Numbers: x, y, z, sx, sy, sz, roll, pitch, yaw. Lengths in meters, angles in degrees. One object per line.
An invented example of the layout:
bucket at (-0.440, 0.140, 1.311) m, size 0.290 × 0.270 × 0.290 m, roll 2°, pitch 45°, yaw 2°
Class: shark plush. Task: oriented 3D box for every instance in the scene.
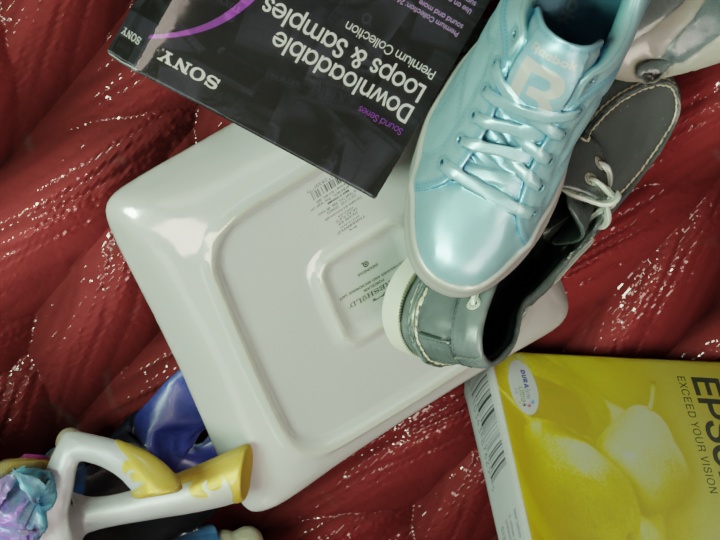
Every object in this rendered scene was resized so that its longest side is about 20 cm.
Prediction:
shark plush at (0.133, -0.135, 1.276) m, size 0.200 × 0.091 × 0.083 m, roll -13°, pitch 104°, yaw 4°

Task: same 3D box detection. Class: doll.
doll at (-0.096, 0.105, 1.360) m, size 0.200 × 0.048 × 0.136 m, roll -42°, pitch 126°, yaw 13°

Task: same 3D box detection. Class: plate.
plate at (0.000, 0.000, 1.292) m, size 0.199 × 0.032 × 0.200 m, roll -31°, pitch 123°, yaw -13°

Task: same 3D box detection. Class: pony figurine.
pony figurine at (-0.163, 0.157, 1.289) m, size 0.200 × 0.167 × 0.193 m, roll 6°, pitch 89°, yaw 12°

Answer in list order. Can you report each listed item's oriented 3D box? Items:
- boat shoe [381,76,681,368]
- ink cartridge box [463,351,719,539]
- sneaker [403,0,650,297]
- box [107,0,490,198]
boat shoe at (0.097, -0.025, 1.282) m, size 0.200 × 0.062 × 0.073 m, roll -44°, pitch 129°, yaw -22°
ink cartridge box at (0.167, 0.134, 1.375) m, size 0.200 × 0.198 × 0.047 m, roll 1°, pitch 142°, yaw -18°
sneaker at (0.073, -0.083, 1.198) m, size 0.074 × 0.082 × 0.200 m, roll 23°, pitch 89°, yaw 4°
box at (-0.003, -0.148, 1.191) m, size 0.143 × 0.036 × 0.200 m, roll 26°, pitch 97°, yaw -31°
